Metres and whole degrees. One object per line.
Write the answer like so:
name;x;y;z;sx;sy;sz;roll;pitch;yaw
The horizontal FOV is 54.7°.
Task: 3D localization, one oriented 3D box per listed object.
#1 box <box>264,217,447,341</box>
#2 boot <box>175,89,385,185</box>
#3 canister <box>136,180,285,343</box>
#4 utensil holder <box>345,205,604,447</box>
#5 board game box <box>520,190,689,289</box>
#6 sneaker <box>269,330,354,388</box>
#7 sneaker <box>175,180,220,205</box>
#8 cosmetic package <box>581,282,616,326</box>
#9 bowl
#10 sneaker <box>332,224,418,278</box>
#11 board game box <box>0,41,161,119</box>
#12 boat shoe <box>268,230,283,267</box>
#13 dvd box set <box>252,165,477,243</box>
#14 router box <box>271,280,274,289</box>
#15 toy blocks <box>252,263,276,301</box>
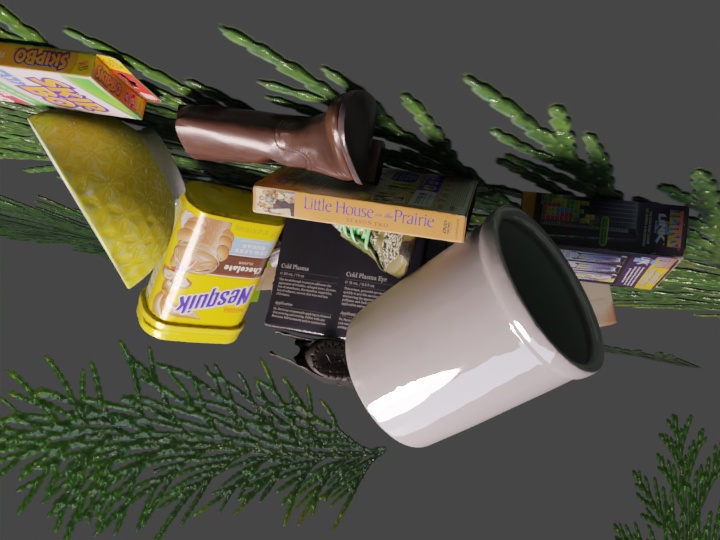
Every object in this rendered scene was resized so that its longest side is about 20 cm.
box;0.000;0.000;0.891;0.197;0.186;0.104;8;173;22
boot;-0.084;-0.120;0.595;0.196;0.065;0.186;13;174;8
canister;-0.198;-0.008;0.922;0.147;0.202;0.087;8;-147;-34
utensil holder;0.107;0.062;0.685;0.199;0.172;0.169;-35;146;32
board game box;0.264;-0.030;0.788;0.162;0.058;0.200;6;171;15
sneaker;-0.013;0.120;0.882;0.197;0.061;0.104;18;169;-16
sneaker;-0.244;-0.106;0.921;0.128;0.081;0.201;-15;150;3
cosmetic package;0.279;0.058;1.080;0.196;0.089;0.103;-9;173;3
bowl;-0.253;-0.094;0.744;0.107;0.202;0.200;-31;-175;-17
sneaker;0.000;-0.048;0.747;0.087;0.078;0.200;9;-166;-22
board game box;-0.287;-0.172;0.621;0.196;0.031;0.096;7;172;10
boat shoe;-0.067;-0.053;1.034;0.198;0.067;0.069;-15;173;-46
dvd box set;0.012;-0.073;0.680;0.196;0.030;0.147;9;-160;10
router box;-0.022;0.017;1.044;0.196;0.052;0.149;-2;-164;4
toy blocks;-0.186;-0.030;1.198;0.197;0.101;0.137;-3;-139;-29
